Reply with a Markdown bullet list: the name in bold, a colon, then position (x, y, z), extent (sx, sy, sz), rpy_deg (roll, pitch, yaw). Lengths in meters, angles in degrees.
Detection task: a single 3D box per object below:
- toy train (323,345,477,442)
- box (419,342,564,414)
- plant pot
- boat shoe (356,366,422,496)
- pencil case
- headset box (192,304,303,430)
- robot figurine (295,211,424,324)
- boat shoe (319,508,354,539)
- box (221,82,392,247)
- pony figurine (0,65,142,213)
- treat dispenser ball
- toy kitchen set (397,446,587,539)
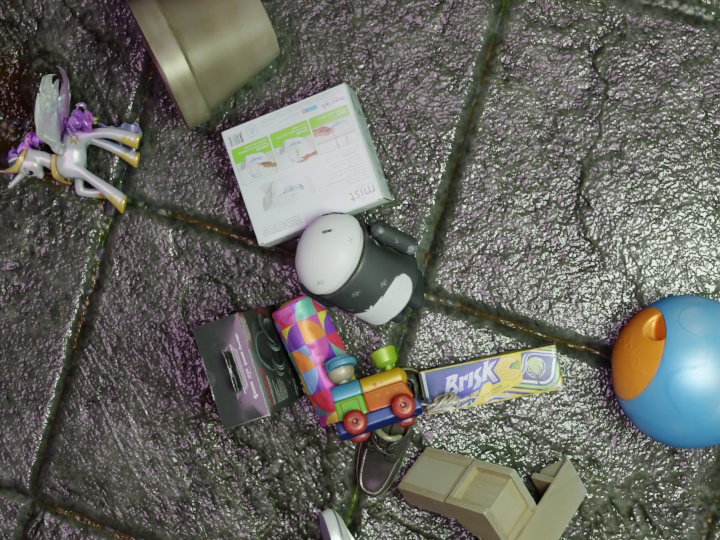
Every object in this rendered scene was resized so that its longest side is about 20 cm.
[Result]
- **toy train**: position (0.051, 0.157, 1.463), extent (0.198, 0.085, 0.117), rpy_deg (-18, 72, -2)
- **box**: position (0.188, 0.154, 1.496), extent (0.198, 0.070, 0.065), rpy_deg (-13, 87, 10)
- **plant pot**: position (-0.218, -0.331, 1.516), extent (0.172, 0.200, 0.201), rpy_deg (-27, 86, -8)
- **boat shoe**: position (0.038, 0.238, 1.529), extent (0.073, 0.065, 0.202), rpy_deg (17, 94, 10)
- **pencil case**: position (-0.058, 0.133, 1.538), extent (0.088, 0.088, 0.202), rpy_deg (-25, 89, 10)
- **headset box**: position (-0.161, 0.135, 1.495), extent (0.077, 0.200, 0.150), rpy_deg (-19, 87, 11)
- **robot figurine**: position (0.001, -0.002, 1.470), extent (0.199, 0.125, 0.151), rpy_deg (28, 92, -32)
- **boat shoe**: position (0.000, 0.443, 1.548), extent (0.069, 0.071, 0.202), rpy_deg (-20, 83, -17)
- **box**: position (-0.076, -0.151, 1.525), extent (0.198, 0.097, 0.178), rpy_deg (-21, 88, 10)
- **pony figurine**: position (-0.435, -0.197, 1.577), extent (0.198, 0.167, 0.195), rpy_deg (15, 102, -6)
- **treat dispenser ball**: position (0.434, 0.134, 1.384), extent (0.199, 0.201, 0.203), rpy_deg (0, 91, 10)
- **toy kitchen set**: position (0.203, 0.334, 1.509), extent (0.163, 0.180, 0.201), rpy_deg (-48, 121, -27)
